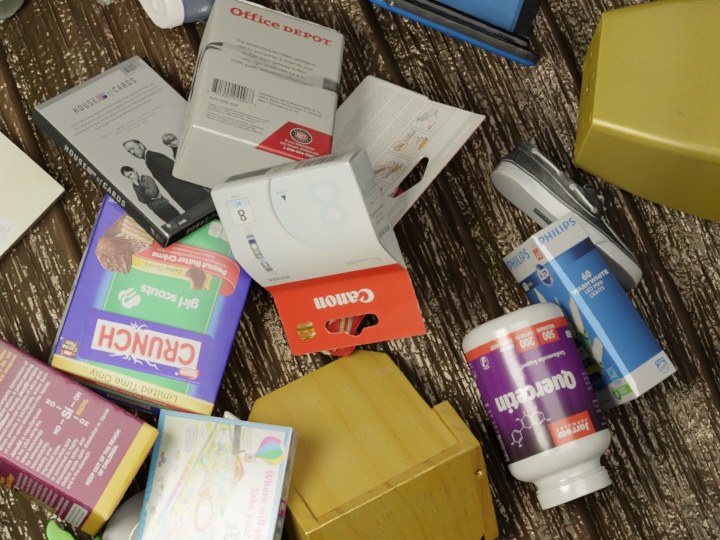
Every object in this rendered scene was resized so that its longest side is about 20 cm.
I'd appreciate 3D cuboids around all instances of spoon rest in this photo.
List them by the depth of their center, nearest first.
[{"bbox_3d":[-0.176,0.232,1.694,0.099,0.061,0.200,37,84,-1],"label":"spoon rest"}]

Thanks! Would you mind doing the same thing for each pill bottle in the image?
[{"bbox_3d":[0.189,0.141,1.767,0.112,0.112,0.200,-19,81,-17],"label":"pill bottle"}]

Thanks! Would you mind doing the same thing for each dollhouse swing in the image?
[{"bbox_3d":[0.002,0.216,1.746,0.200,0.176,0.182,-26,125,-18],"label":"dollhouse swing"}]

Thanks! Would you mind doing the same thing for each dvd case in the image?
[{"bbox_3d":[-0.214,-0.124,1.732,0.200,0.025,0.150,43,48,14],"label":"dvd case"}]

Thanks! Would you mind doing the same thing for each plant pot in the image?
[{"bbox_3d":[0.332,-0.186,1.850,0.176,0.200,0.200,8,75,1],"label":"plant pot"}]

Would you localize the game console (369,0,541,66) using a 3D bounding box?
[{"bbox_3d":[0.112,-0.316,1.864,0.200,0.171,0.119,21,99,-8],"label":"game console"}]

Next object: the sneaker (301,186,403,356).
[{"bbox_3d":[0.000,0.000,1.789,0.085,0.077,0.200,35,72,-24],"label":"sneaker"}]

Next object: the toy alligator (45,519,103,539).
[{"bbox_3d":[-0.245,0.327,1.644,0.054,0.059,0.200,-22,83,-18],"label":"toy alligator"}]

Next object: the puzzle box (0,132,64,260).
[{"bbox_3d":[-0.415,-0.054,1.715,0.133,0.025,0.200,42,71,-1],"label":"puzzle box"}]

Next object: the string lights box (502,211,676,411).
[{"bbox_3d":[0.242,0.045,1.809,0.059,0.103,0.200,-32,85,-18],"label":"string lights box"}]

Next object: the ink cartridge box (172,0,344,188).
[{"bbox_3d":[-0.102,-0.172,1.749,0.144,0.084,0.200,17,49,-12],"label":"ink cartridge box"}]

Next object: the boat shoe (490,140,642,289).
[{"bbox_3d":[0.237,-0.064,1.856,0.200,0.072,0.068,40,72,6],"label":"boat shoe"}]

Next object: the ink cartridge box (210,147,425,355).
[{"bbox_3d":[-0.041,-0.009,1.663,0.047,0.160,0.200,-44,119,-57],"label":"ink cartridge box"}]

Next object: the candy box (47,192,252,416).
[{"bbox_3d":[-0.208,0.037,1.715,0.169,0.077,0.200,18,73,-9],"label":"candy box"}]

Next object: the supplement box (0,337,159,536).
[{"bbox_3d":[-0.309,0.157,1.634,0.200,0.131,0.103,31,70,-5],"label":"supplement box"}]

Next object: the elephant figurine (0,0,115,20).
[{"bbox_3d":[-0.379,-0.328,1.752,0.200,0.155,0.142,-23,126,-7],"label":"elephant figurine"}]

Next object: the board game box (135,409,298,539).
[{"bbox_3d":[-0.143,0.242,1.632,0.134,0.034,0.200,7,76,11],"label":"board game box"}]

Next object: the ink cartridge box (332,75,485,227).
[{"bbox_3d":[0.014,-0.102,1.766,0.176,0.045,0.200,25,66,39],"label":"ink cartridge box"}]

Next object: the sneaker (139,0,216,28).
[{"bbox_3d":[-0.190,-0.360,1.824,0.146,0.081,0.200,-25,79,-28],"label":"sneaker"}]
